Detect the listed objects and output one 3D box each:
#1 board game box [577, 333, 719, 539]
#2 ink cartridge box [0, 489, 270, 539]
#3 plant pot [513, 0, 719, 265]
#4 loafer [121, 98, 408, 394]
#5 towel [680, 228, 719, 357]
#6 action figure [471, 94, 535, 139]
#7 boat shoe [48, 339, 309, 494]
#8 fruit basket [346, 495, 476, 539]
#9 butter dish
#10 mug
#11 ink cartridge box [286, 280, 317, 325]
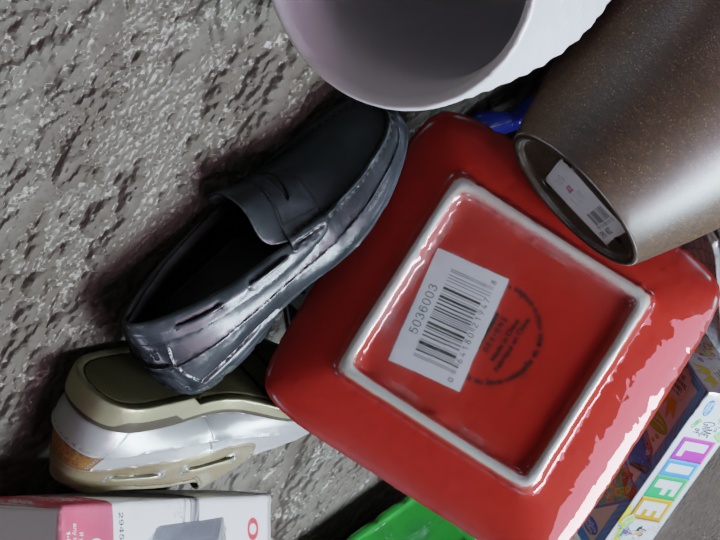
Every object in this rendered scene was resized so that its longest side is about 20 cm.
[{"bbox_3d":[0.148,0.062,1.171,0.034,0.200,0.135,12,122,-30],"label":"board game box"},{"bbox_3d":[-0.136,0.198,1.076,0.200,0.085,0.146,8,80,-60],"label":"ink cartridge box"},{"bbox_3d":[0.185,-0.102,1.023,0.200,0.187,0.187,-43,151,-11],"label":"plant pot"},{"bbox_3d":[-0.050,-0.022,1.030,0.201,0.068,0.070,-48,142,-13],"label":"loafer"},{"bbox_3d":[0.197,-0.006,1.182,0.032,0.191,0.200,-19,132,-5],"label":"towel"},{"bbox_3d":[0.125,-0.099,1.219,0.200,0.052,0.066,-36,141,-27],"label":"action figure"},{"bbox_3d":[-0.095,0.083,1.088,0.200,0.075,0.068,2,125,-46],"label":"boat shoe"},{"bbox_3d":[0.015,0.260,1.426,0.185,0.094,0.200,-31,149,-34],"label":"fruit basket"},{"bbox_3d":[0.074,0.039,1.119,0.200,0.199,0.148,-58,178,-1],"label":"butter dish"},{"bbox_3d":[0.055,-0.191,0.937,0.175,0.147,0.201,-27,114,-57],"label":"mug"},{"bbox_3d":[0.000,0.000,1.162,0.099,0.039,0.200,-39,148,-22],"label":"ink cartridge box"}]
